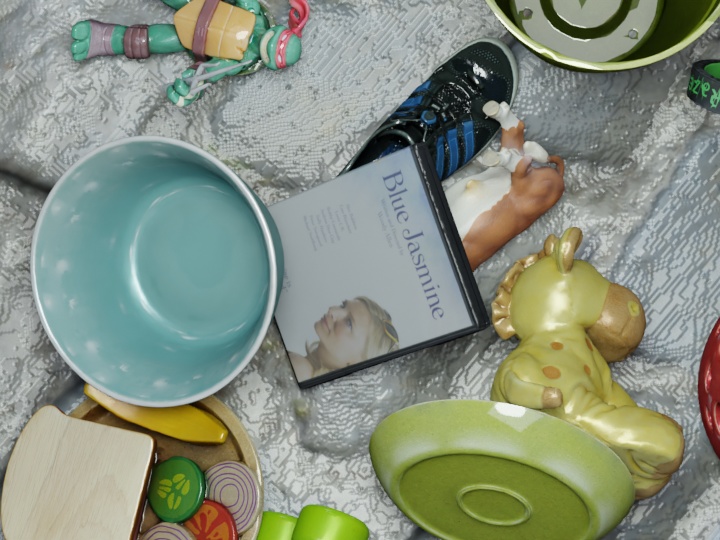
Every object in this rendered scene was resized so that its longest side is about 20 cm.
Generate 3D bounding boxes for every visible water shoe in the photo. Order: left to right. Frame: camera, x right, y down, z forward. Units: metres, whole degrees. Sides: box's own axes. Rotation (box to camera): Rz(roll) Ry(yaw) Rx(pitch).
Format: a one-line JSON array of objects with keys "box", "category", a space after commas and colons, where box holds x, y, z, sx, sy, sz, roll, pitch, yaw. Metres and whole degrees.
[{"box": [0.052, -0.100, 1.723, 0.071, 0.079, 0.200, 41, 86, 5], "category": "water shoe"}]

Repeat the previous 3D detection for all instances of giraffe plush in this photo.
[{"box": [0.151, 0.065, 1.666, 0.200, 0.172, 0.163, 30, 58, -30], "category": "giraffe plush"}]

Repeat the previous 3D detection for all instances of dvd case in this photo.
[{"box": [0.000, 0.000, 1.672, 0.200, 0.018, 0.143, -21, 88, 43], "category": "dvd case"}]

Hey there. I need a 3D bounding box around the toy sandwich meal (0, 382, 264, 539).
[{"box": [-0.173, 0.167, 1.687, 0.204, 0.070, 0.206, -3, 79, 14], "category": "toy sandwich meal"}]

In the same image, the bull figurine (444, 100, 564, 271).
[{"box": [0.072, -0.034, 1.707, 0.200, 0.122, 0.065, -42, 53, -11], "category": "bull figurine"}]

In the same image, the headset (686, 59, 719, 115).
[{"box": [0.344, -0.117, 1.708, 0.199, 0.124, 0.094, 4, 109, -16], "category": "headset"}]

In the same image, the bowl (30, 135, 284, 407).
[{"box": [-0.137, -0.004, 1.687, 0.200, 0.105, 0.202, 2, 97, 20], "category": "bowl"}]

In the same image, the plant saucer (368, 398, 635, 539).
[{"box": [0.100, 0.161, 1.636, 0.199, 0.200, 0.031, 13, 57, 3], "category": "plant saucer"}]

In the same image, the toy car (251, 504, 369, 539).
[{"box": [0.001, 0.290, 1.671, 0.199, 0.158, 0.165, 26, 71, -20], "category": "toy car"}]

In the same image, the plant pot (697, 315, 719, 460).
[{"box": [0.356, 0.085, 1.647, 0.199, 0.183, 0.201, 0, 85, 3], "category": "plant pot"}]

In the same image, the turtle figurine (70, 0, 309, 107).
[{"box": [-0.119, -0.189, 1.728, 0.199, 0.101, 0.150, 14, 75, 16], "category": "turtle figurine"}]

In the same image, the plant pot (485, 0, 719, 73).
[{"box": [0.176, -0.229, 1.678, 0.199, 0.193, 0.201, 0, 83, 1], "category": "plant pot"}]
